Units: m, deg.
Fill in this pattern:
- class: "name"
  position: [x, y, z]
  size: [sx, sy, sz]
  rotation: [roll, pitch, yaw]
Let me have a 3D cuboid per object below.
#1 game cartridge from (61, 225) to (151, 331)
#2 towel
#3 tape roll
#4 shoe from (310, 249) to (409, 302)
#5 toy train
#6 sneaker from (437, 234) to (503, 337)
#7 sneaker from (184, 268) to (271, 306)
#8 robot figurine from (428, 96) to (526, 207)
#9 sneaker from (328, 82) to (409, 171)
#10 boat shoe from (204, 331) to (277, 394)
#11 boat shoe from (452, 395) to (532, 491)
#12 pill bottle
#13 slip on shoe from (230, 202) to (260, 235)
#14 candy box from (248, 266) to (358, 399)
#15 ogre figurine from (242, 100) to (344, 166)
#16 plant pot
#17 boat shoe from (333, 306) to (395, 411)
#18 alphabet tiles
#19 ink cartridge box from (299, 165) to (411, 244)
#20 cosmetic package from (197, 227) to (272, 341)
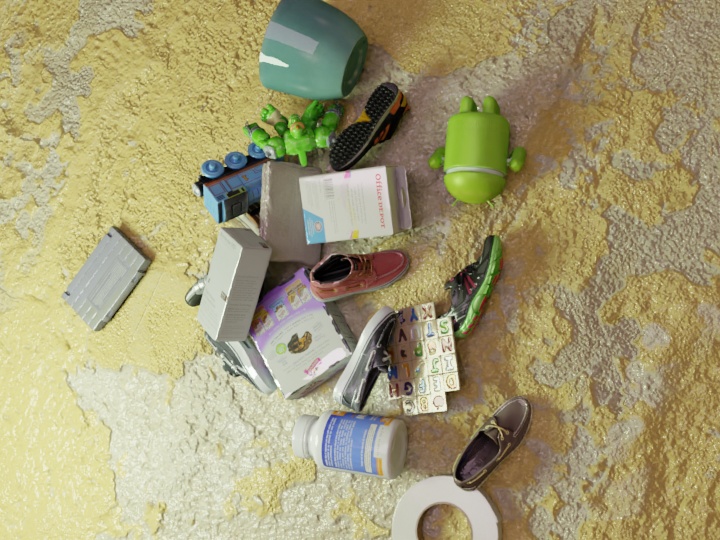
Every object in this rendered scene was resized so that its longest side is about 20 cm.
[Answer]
- class: "game cartridge"
  position: [-0.554, 0.020, 1.909]
  size: [0.130, 0.038, 0.200]
  rotation: [40, 98, 17]
- class: "towel"
  position: [-0.137, -0.113, 1.719]
  size: [0.034, 0.132, 0.201]
  rotation: [-4, 80, 59]
- class: "tape roll"
  position: [0.156, 0.470, 1.577]
  size: [0.202, 0.037, 0.204]
  rotation: [-3, 82, 21]
- class: "shoe"
  position: [0.000, 0.000, 1.636]
  size: [0.199, 0.091, 0.072]
  rotation: [-18, 71, -6]
- class: "toy train"
  position: [-0.232, -0.178, 1.740]
  size: [0.199, 0.087, 0.114]
  rotation: [-26, 63, -25]
- class: "sneaker"
  position: [0.200, 0.022, 1.598]
  size: [0.084, 0.077, 0.201]
  rotation: [26, 91, 18]
- class: "sneaker"
  position: [-0.262, 0.046, 1.774]
  size: [0.200, 0.075, 0.116]
  rotation: [-37, 84, 21]
- class: "robot figurine"
  position: [0.213, -0.214, 1.602]
  size: [0.175, 0.116, 0.201]
  rotation: [3, 84, 16]
- class: "sneaker"
  position: [0.025, -0.262, 1.692]
  size: [0.070, 0.090, 0.200]
  rotation: [38, 92, 38]
- class: "boat shoe"
  position: [-0.244, 0.181, 1.748]
  size: [0.068, 0.072, 0.200]
  rotation: [-46, 70, 11]
- class: "boat shoe"
  position: [0.233, 0.302, 1.541]
  size: [0.072, 0.060, 0.200]
  rotation: [38, 84, 25]
- class: "pill bottle"
  position: [-0.021, 0.319, 1.624]
  size: [0.199, 0.112, 0.113]
  rotation: [5, 85, 21]
- class: "slip on shoe"
  position: [-0.213, -0.087, 1.778]
  size: [0.200, 0.076, 0.061]
  rotation: [43, 129, 15]
- class: "candy box"
  position: [-0.115, 0.125, 1.707]
  size: [0.167, 0.072, 0.200]
  rotation: [-35, 72, 13]
- class: "ogre figurine"
  position: [-0.123, -0.273, 1.723]
  size: [0.120, 0.199, 0.098]
  rotation: [-109, 28, -46]
- class: "plant pot"
  position: [-0.081, -0.424, 1.707]
  size: [0.160, 0.201, 0.201]
  rotation: [23, 92, 10]
- class: "boat shoe"
  position: [0.025, 0.165, 1.616]
  size: [0.068, 0.072, 0.201]
  rotation: [25, 80, 26]
- class: "alphabet tiles"
  position: [0.109, 0.165, 1.620]
  size: [0.166, 0.006, 0.201]
  rotation: [-14, 77, 39]
- class: "ink cartridge box"
  position: [0.004, -0.127, 1.654]
  size: [0.199, 0.125, 0.129]
  rotation: [-4, 95, 19]
- class: "cosmetic package"
  position: [-0.244, 0.027, 1.675]
  size: [0.102, 0.074, 0.201]
  rotation: [38, 118, 48]
